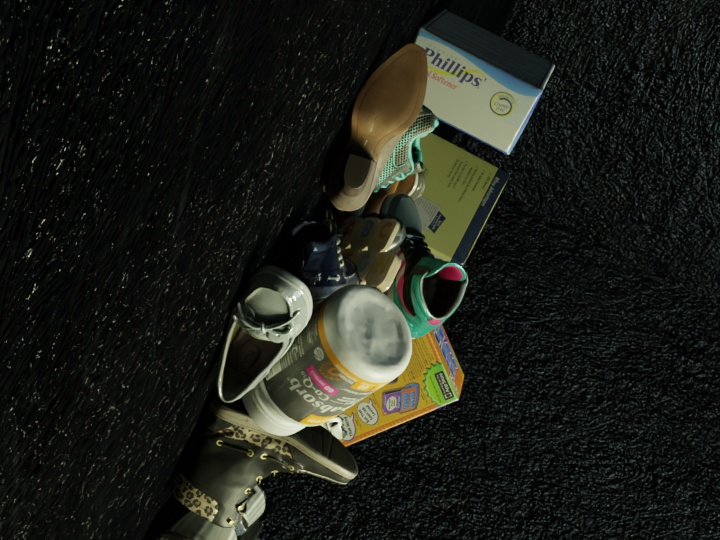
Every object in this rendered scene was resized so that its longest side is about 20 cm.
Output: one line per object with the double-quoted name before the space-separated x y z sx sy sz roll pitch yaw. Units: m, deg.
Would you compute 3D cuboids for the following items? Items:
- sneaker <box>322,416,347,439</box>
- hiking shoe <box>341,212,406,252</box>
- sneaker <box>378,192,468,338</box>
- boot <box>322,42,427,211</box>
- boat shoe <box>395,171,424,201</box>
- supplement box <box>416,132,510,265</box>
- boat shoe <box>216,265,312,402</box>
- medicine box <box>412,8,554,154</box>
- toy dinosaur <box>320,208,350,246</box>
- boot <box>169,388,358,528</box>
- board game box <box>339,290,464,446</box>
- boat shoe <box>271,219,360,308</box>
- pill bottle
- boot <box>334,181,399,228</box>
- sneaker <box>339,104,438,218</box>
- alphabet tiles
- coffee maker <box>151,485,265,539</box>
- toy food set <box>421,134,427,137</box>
"sneaker" -0.090 0.150 1.740 0.090 0.201 0.066 -20 -172 -14
"hiking shoe" 0.000 0.000 1.706 0.200 0.101 0.076 -37 -144 31
"sneaker" 0.083 -0.013 1.696 0.121 0.083 0.201 -14 -100 53
"boot" 0.016 -0.163 1.485 0.201 0.070 0.146 -61 -177 1
"boat shoe" 0.062 -0.128 1.898 0.200 0.057 0.067 -178 -83 -69
"supplement box" 0.101 -0.099 2.074 0.200 0.199 0.134 -60 177 -28
"boat shoe" -0.106 0.068 1.333 0.202 0.074 0.065 -55 -173 51
"medicine box" 0.157 -0.263 1.755 0.103 0.182 0.200 -64 176 23
"toy dinosaur" -0.061 -0.016 1.593 0.200 0.047 0.088 -56 180 -39
"boot" -0.119 0.242 1.542 0.151 0.199 0.073 -58 -162 17
"board game box" 0.019 0.117 1.871 0.199 0.201 0.200 -23 -177 8
"boat shoe" -0.041 -0.012 1.477 0.093 0.074 0.200 -67 164 18
"pill bottle" -0.043 0.106 1.437 0.200 0.116 0.117 -38 -166 42
"boot" 0.022 -0.103 1.778 0.201 0.076 0.155 -67 -175 -28
"sneaker" 0.035 -0.140 1.660 0.200 0.091 0.078 -64 175 32
"alphabet tiles" -0.027 0.017 1.612 0.200 0.015 0.196 7 -114 57
"coffee maker" -0.225 0.373 1.683 0.192 0.135 0.200 -34 -174 21
"toy food set" 0.099 -0.259 1.965 0.201 0.060 0.144 -61 176 -11
